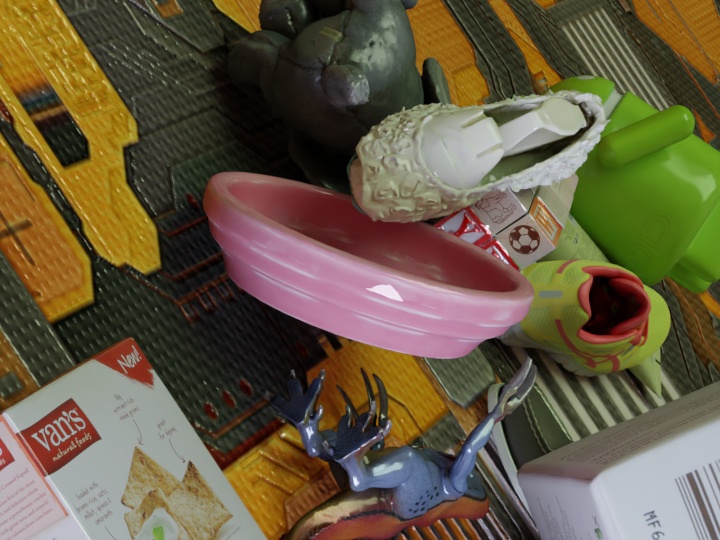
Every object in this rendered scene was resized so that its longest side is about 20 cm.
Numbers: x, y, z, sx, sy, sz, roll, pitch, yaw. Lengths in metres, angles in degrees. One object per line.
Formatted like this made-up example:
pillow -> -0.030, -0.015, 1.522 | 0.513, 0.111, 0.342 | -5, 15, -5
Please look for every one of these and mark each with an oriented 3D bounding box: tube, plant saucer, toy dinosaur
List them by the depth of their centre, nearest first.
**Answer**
toy dinosaur -> 0.015, 0.122, 1.346 | 0.201, 0.104, 0.182 | -62, 140, -19
plant saucer -> 0.000, 0.000, 1.360 | 0.199, 0.051, 0.201 | 19, 12, -4
tube -> 0.169, 0.011, 1.755 | 0.200, 0.058, 0.052 | 45, -17, -29

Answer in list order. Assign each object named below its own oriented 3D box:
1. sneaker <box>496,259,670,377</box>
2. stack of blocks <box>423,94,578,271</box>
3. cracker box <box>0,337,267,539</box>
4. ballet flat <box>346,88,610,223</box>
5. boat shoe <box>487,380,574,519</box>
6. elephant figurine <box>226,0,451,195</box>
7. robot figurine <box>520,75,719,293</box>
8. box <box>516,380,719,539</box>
sneaker -> 0.174, 0.033, 1.658 | 0.199, 0.090, 0.079 | 6, 81, -53
stack of blocks -> 0.085, -0.047, 1.587 | 0.059, 0.115, 0.200 | 50, 25, -11
cracker box -> -0.098, 0.141, 1.095 | 0.201, 0.058, 0.134 | 55, 24, 0
ballet flat -> 0.077, -0.080, 1.428 | 0.199, 0.072, 0.072 | -17, 73, -43
boat shoe -> 0.145, 0.153, 1.515 | 0.072, 0.060, 0.203 | 10, 51, -58
elephant figurine -> 0.017, -0.095, 1.527 | 0.201, 0.141, 0.156 | 57, 49, -35
robot figurine -> 0.200, -0.068, 1.786 | 0.199, 0.116, 0.176 | 34, -11, 3
box -> 0.231, 0.171, 1.385 | 0.171, 0.198, 0.201 | 168, -100, -78
